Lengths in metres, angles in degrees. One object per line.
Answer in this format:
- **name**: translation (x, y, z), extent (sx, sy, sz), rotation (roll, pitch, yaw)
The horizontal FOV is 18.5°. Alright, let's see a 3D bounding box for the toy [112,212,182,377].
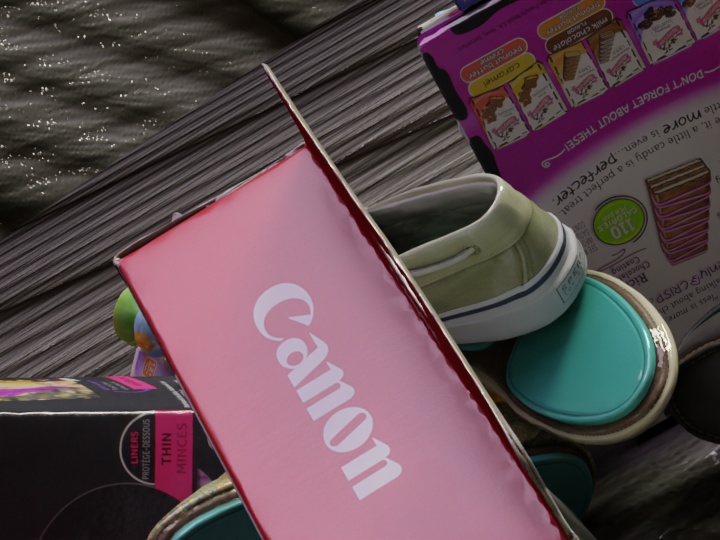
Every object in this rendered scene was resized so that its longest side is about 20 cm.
- **toy**: translation (-0.065, 0.049, 1.110), extent (0.047, 0.116, 0.199), rotation (10, 10, -39)

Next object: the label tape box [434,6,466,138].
- **label tape box**: translation (0.132, -0.097, 1.099), extent (0.142, 0.067, 0.200), rotation (-16, -10, 14)

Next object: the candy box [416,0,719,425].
- **candy box**: translation (0.129, -0.049, 0.968), extent (0.136, 0.201, 0.061), rotation (-27, 11, 8)

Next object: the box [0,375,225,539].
- **box**: translation (-0.132, 0.112, 0.960), extent (0.198, 0.123, 0.106), rotation (0, 5, -14)

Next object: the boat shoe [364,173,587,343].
- **boat shoe**: translation (0.000, 0.000, 0.920), extent (0.199, 0.062, 0.072), rotation (-15, 39, 35)

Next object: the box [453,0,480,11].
- **box**: translation (0.045, -0.224, 0.915), extent (0.117, 0.201, 0.048), rotation (-27, 11, 13)

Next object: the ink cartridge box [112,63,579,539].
- **ink cartridge box**: translation (0.002, 0.061, 0.709), extent (0.083, 0.176, 0.200), rotation (-31, 46, -3)

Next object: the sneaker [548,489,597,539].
- **sneaker**: translation (-0.005, 0.140, 0.842), extent (0.199, 0.081, 0.086), rotation (-31, 9, -8)

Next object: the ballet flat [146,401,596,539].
- **ballet flat**: translation (-0.001, 0.095, 0.906), extent (0.198, 0.071, 0.071), rotation (-10, 4, -21)

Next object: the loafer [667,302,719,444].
- **loafer**: translation (0.181, 0.039, 0.807), extent (0.199, 0.073, 0.072), rotation (-18, 22, 51)

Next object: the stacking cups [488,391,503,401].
- **stacking cups**: translation (0.007, 0.072, 1.142), extent (0.060, 0.061, 0.200), rotation (-37, 11, -24)

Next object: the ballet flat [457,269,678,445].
- **ballet flat**: translation (0.080, 0.032, 0.920), extent (0.069, 0.070, 0.200), rotation (-35, 30, -18)
